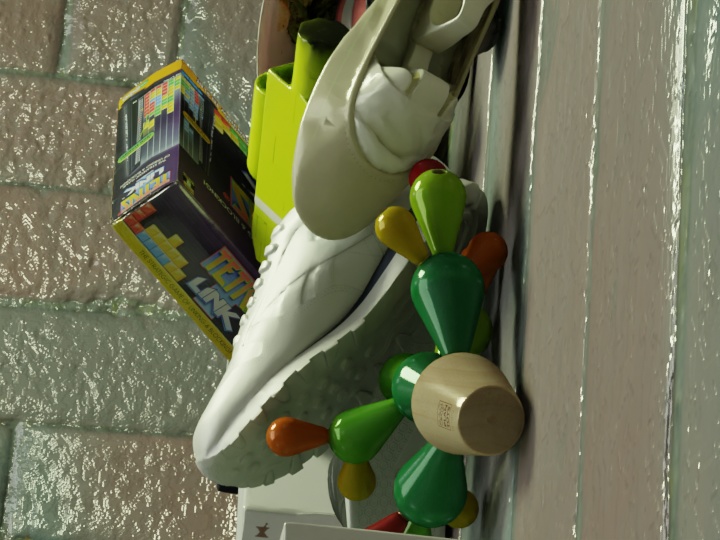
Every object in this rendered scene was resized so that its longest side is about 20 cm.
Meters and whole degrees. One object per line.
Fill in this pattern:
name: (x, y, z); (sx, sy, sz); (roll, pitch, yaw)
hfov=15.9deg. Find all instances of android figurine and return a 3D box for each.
android figurine: (-0.011, -0.037, 1.474); (0.182, 0.041, 0.200); (41, 138, 41)

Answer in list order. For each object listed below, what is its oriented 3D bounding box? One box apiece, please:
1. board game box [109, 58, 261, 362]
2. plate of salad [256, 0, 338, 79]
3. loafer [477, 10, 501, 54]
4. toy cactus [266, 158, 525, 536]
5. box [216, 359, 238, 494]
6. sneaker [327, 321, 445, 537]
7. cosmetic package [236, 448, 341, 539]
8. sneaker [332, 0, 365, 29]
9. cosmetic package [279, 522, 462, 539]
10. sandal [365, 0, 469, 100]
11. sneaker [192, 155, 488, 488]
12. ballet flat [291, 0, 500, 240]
board game box: (-0.075, -0.014, 1.626); (0.200, 0.057, 0.165); (50, -164, -27)
plate of salad: (-0.004, -0.149, 1.685); (0.200, 0.048, 0.201); (-22, -64, -56)
loafer: (0.039, -0.196, 1.382); (0.200, 0.063, 0.072); (65, 148, 31)
toy cactus: (0.029, 0.051, 1.183); (0.165, 0.102, 0.200); (-159, 84, -75)
box: (-0.047, 0.054, 1.953); (0.182, 0.104, 0.200); (104, 171, -67)
sneaker: (0.014, 0.065, 1.375); (0.099, 0.071, 0.200); (-172, 84, -81)
cosmetic package: (-0.028, 0.126, 1.652); (0.200, 0.101, 0.074); (-89, 5, -58)
sneaker: (0.026, -0.122, 1.600); (0.074, 0.087, 0.200); (48, -133, -34)
cosmetic package: (0.004, 0.187, 1.132); (0.200, 0.107, 0.085); (108, 168, -62)
sandal: (0.035, -0.186, 1.467); (0.048, 0.075, 0.201); (13, -98, -74)
sneaker: (-0.023, 0.020, 1.291); (0.200, 0.080, 0.076); (-50, -26, -14)
ballet flat: (0.029, -0.106, 1.247); (0.069, 0.069, 0.200); (126, 169, -81)
